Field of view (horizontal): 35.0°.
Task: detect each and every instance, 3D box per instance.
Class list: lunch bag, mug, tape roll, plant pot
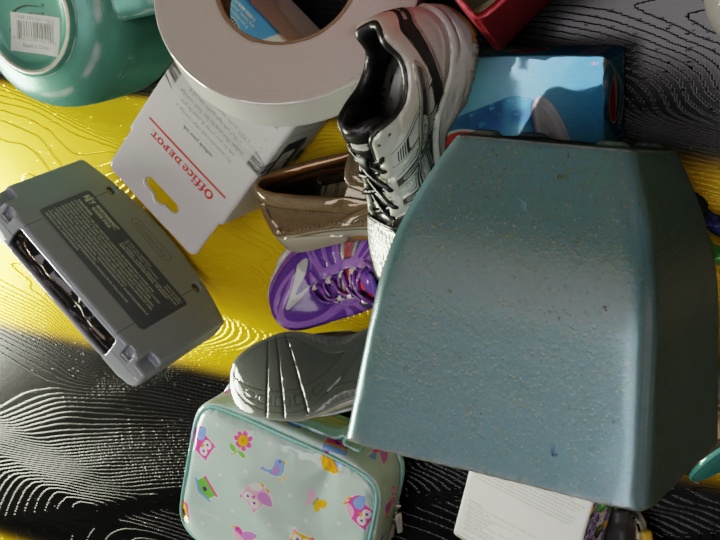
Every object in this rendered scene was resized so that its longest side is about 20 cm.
[{"bbox_3d":[-0.057,0.190,1.006,0.198,0.077,0.162,20,113,19],"label":"lunch bag"},{"bbox_3d":[-0.228,-0.222,0.934,0.185,0.114,0.152,-41,86,31],"label":"mug"},{"bbox_3d":[-0.050,-0.203,0.832,0.200,0.037,0.205,-2,71,7],"label":"tape roll"},{"bbox_3d":[0.126,0.014,0.738,0.195,0.195,0.202,9,99,29],"label":"plant pot"}]

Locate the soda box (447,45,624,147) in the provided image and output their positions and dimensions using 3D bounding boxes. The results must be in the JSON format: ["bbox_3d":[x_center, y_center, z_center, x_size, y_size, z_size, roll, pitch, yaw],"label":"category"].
[{"bbox_3d":[0.089,-0.128,0.839,0.198,0.064,0.069,5,108,25],"label":"soda box"}]

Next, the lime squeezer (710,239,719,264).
[{"bbox_3d":[0.218,-0.002,0.813,0.198,0.038,0.071,-6,120,31],"label":"lime squeezer"}]

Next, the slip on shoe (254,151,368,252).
[{"bbox_3d":[0.009,-0.066,0.874,0.198,0.076,0.061,-9,134,31],"label":"slip on shoe"}]

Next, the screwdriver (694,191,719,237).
[{"bbox_3d":[0.276,-0.019,0.803,0.199,0.029,0.028,30,117,16],"label":"screwdriver"}]

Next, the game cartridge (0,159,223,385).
[{"bbox_3d":[-0.214,-0.003,0.987,0.200,0.133,0.042,48,120,5],"label":"game cartridge"}]

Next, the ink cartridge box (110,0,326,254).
[{"bbox_3d":[-0.106,-0.124,0.933,0.116,0.067,0.200,46,120,7],"label":"ink cartridge box"}]

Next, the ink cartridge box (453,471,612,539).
[{"bbox_3d":[0.149,0.134,0.885,0.108,0.050,0.202,22,107,34],"label":"ink cartridge box"}]

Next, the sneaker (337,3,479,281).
[{"bbox_3d":[0.018,-0.080,0.776,0.075,0.087,0.202,24,115,46],"label":"sneaker"}]

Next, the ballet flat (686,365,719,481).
[{"bbox_3d":[0.298,0.076,0.811,0.200,0.070,0.066,-41,61,30],"label":"ballet flat"}]

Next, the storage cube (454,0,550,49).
[{"bbox_3d":[0.088,-0.266,0.704,0.171,0.180,0.200,-40,86,12],"label":"storage cube"}]

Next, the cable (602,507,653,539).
[{"bbox_3d":[0.205,0.182,0.909,0.097,0.050,0.202,9,99,41],"label":"cable"}]

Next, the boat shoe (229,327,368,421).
[{"bbox_3d":[-0.015,0.084,0.948,0.200,0.065,0.075,-15,72,22],"label":"boat shoe"}]

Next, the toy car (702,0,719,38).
[{"bbox_3d":[0.294,-0.153,0.692,0.200,0.175,0.150,39,154,9],"label":"toy car"}]

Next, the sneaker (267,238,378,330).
[{"bbox_3d":[0.000,0.000,0.905,0.199,0.084,0.081,-26,108,31],"label":"sneaker"}]
